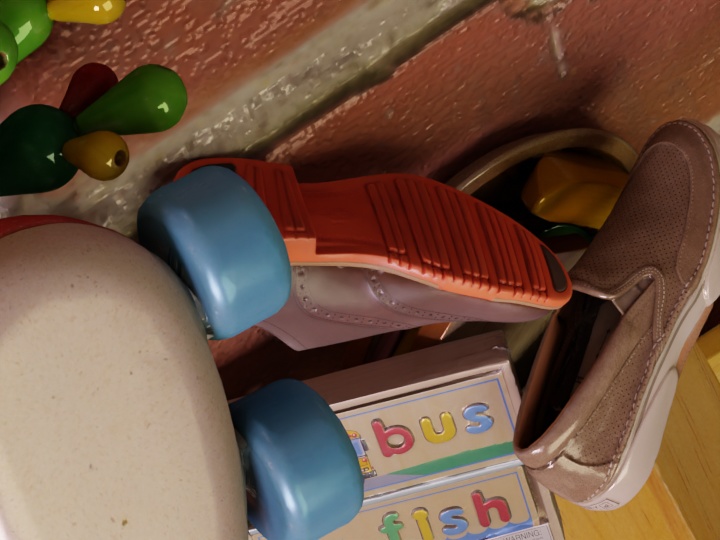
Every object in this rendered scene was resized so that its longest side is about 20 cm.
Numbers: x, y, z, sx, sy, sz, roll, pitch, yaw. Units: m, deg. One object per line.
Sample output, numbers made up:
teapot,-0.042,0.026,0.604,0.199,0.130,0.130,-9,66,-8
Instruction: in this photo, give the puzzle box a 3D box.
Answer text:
puzzle box,-0.007,0.109,1.066,0.200,0.025,0.133,-15,126,7

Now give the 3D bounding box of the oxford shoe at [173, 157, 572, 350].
oxford shoe,0.000,0.000,0.991,0.200,0.071,0.073,11,128,-17

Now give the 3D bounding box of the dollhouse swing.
dollhouse swing,0.205,0.136,1.263,0.176,0.182,0.200,-12,149,-26

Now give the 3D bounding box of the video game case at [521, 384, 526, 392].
video game case,0.128,0.050,1.179,0.200,0.023,0.182,-43,171,1

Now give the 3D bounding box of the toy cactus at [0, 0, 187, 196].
toy cactus,-0.171,-0.048,0.805,0.200,0.102,0.165,-18,157,-35

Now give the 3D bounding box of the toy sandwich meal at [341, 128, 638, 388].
toy sandwich meal,0.084,0.012,1.114,0.205,0.070,0.205,-26,142,-22

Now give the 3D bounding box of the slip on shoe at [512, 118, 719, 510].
slip on shoe,0.124,0.013,1.029,0.061,0.076,0.200,27,77,-31

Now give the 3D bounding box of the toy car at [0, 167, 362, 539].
toy car,-0.137,0.054,0.839,0.184,0.200,0.177,-28,113,-24
